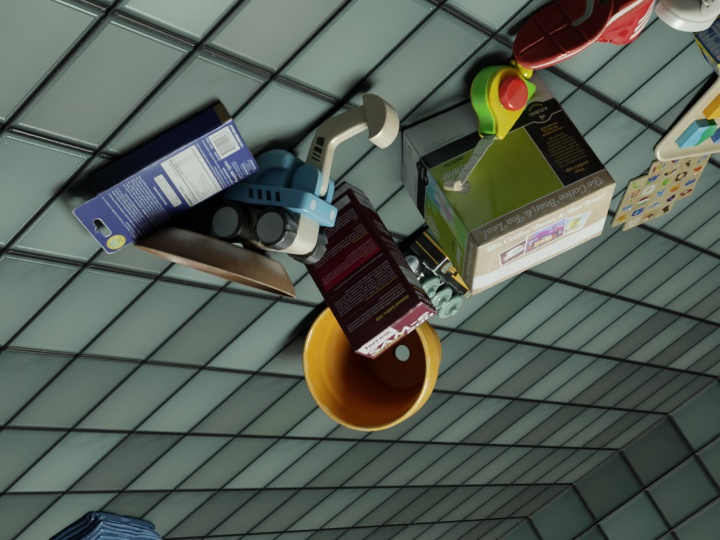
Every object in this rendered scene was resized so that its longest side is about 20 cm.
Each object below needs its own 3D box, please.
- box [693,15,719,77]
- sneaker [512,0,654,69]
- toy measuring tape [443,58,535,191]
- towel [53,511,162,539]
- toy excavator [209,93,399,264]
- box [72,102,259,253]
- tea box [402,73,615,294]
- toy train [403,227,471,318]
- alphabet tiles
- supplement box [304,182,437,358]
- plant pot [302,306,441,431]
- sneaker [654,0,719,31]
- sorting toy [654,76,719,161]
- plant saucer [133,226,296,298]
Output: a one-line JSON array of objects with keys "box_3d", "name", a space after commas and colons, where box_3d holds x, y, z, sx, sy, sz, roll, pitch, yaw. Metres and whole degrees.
[{"box_3d": [0.564, -0.350, 1.801, 0.200, 0.064, 0.070, -35, 154, 11], "name": "box"}, {"box_3d": [0.283, -0.288, 1.602, 0.200, 0.078, 0.116, -30, 153, 2], "name": "sneaker"}, {"box_3d": [0.149, -0.190, 1.601, 0.200, 0.074, 0.074, -53, 161, -19], "name": "toy measuring tape"}, {"box_3d": [-0.432, 0.464, 2.234, 0.112, 0.049, 0.200, -35, 154, 11], "name": "towel"}, {"box_3d": [-0.064, -0.113, 1.535, 0.194, 0.200, 0.100, 8, 172, 29], "name": "toy excavator"}, {"box_3d": [-0.219, -0.100, 1.458, 0.200, 0.032, 0.121, -31, 154, -3], "name": "box"}, {"box_3d": [0.185, -0.111, 1.677, 0.200, 0.197, 0.134, -24, 153, -11], "name": "tea box"}, {"box_3d": [0.124, -0.001, 1.953, 0.114, 0.085, 0.200, -44, 153, 6], "name": "toy train"}, {"box_3d": [0.503, -0.138, 2.187, 0.166, 0.006, 0.200, -22, 153, -17], "name": "alphabet tiles"}, {"box_3d": [0.000, 0.000, 1.676, 0.109, 0.200, 0.061, -37, 154, 14], "name": "supplement box"}, {"box_3d": [0.039, 0.131, 1.992, 0.200, 0.200, 0.183, -39, 169, 18], "name": "plant pot"}, {"box_3d": [0.443, -0.363, 1.643, 0.200, 0.073, 0.085, -30, 154, -38], "name": "sneaker"}, {"box_3d": [0.572, -0.245, 2.030, 0.185, 0.036, 0.200, -11, 148, -34], "name": "sorting toy"}, {"box_3d": [-0.166, -0.014, 1.546, 0.200, 0.200, 0.037, 27, 80, -61], "name": "plant saucer"}]
